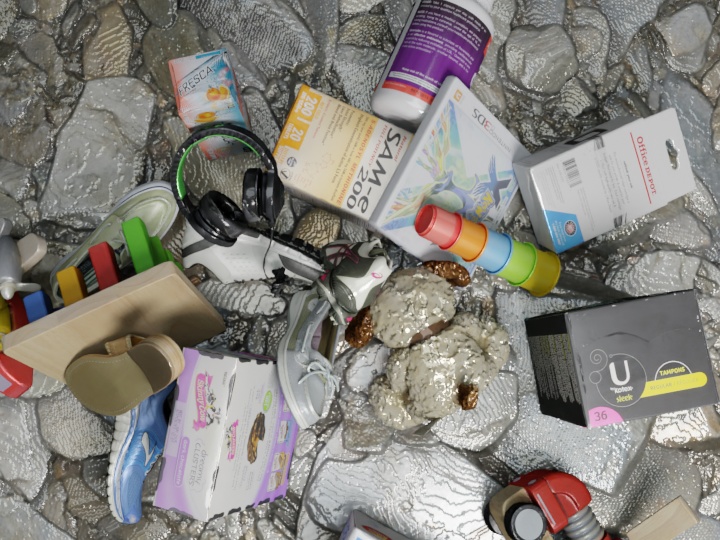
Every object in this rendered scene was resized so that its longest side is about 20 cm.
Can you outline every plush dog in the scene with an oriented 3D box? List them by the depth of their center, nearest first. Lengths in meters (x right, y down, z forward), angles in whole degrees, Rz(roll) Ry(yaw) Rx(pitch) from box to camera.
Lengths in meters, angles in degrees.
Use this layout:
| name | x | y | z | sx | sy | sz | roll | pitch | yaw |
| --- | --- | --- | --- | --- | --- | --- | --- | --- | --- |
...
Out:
| name | x | y | z | sx | sy | sz | roll | pitch | yaw |
| --- | --- | --- | --- | --- | --- | --- | --- | --- | --- |
| plush dog | 0.077 | 0.081 | 0.930 | 0.198 | 0.160 | 0.173 | -31 | 89 | -3 |

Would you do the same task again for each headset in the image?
| name | x | y | z | sx | sy | sz | roll | pitch | yaw |
| --- | --- | --- | --- | --- | --- | --- | --- | --- | --- |
| headset | -0.138 | -0.066 | 0.897 | 0.122 | 0.094 | 0.202 | -25 | 111 | 11 |

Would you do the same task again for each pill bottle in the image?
| name | x | y | z | sx | sy | sz | roll | pitch | yaw |
| --- | --- | --- | --- | --- | --- | --- | --- | --- | --- |
| pill bottle | 0.098 | -0.271 | 0.988 | 0.111 | 0.112 | 0.202 | 25 | 85 | 1 |

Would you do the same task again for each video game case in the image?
| name | x | y | z | sx | sy | sz | roll | pitch | yaw |
| --- | --- | --- | --- | --- | --- | --- | --- | --- | --- |
| video game case | 0.118 | -0.102 | 0.964 | 0.182 | 0.022 | 0.202 | 33 | 84 | -38 |

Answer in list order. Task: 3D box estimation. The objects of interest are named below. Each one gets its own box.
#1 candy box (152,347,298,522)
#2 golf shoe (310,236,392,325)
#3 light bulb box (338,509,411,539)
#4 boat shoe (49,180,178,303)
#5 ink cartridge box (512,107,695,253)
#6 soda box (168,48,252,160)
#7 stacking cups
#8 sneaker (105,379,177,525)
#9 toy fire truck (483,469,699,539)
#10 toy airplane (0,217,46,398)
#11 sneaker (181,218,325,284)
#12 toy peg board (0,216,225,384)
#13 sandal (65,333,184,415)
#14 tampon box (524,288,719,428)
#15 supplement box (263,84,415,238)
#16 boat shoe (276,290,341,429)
| name | x | y | z | sx | sy | sz | roll | pitch | yaw |
| --- | --- | --- | --- | --- | --- | --- | --- | --- | --- |
| candy box | -0.140 | 0.181 | 0.894 | 0.070 | 0.200 | 0.171 | 9 | 84 | 20 |
| golf shoe | 0.000 | 0.000 | 0.919 | 0.087 | 0.200 | 0.078 | -33 | 105 | 10 |
| light bulb box | 0.032 | 0.426 | 0.918 | 0.196 | 0.125 | 0.202 | 27 | 84 | 2 |
| boat shoe | -0.302 | -0.030 | 0.973 | 0.200 | 0.062 | 0.072 | -43 | 120 | 2 |
| ink cartridge box | 0.307 | -0.118 | 0.987 | 0.198 | 0.067 | 0.117 | -23 | 104 | -4 |
| soda box | -0.172 | -0.192 | 0.931 | 0.067 | 0.200 | 0.065 | -12 | 85 | -3 |
| stacking cups | 0.154 | -0.023 | 0.949 | 0.198 | 0.060 | 0.061 | 19 | 84 | -29 |
| sneaker | -0.259 | 0.214 | 0.951 | 0.088 | 0.079 | 0.203 | 9 | 98 | -14 |
| toy fire truck | 0.280 | 0.311 | 0.945 | 0.198 | 0.129 | 0.178 | -29 | 86 | -15 |
| toy airplane | -0.458 | 0.032 | 0.931 | 0.197 | 0.141 | 0.203 | 20 | 103 | 25 |
| sneaker | -0.134 | -0.015 | 0.990 | 0.197 | 0.074 | 0.081 | 18 | 99 | 5 |
| toy peg board | -0.289 | 0.040 | 0.922 | 0.197 | 0.200 | 0.099 | -24 | 67 | -2 |
| sandal | -0.246 | 0.104 | 0.871 | 0.070 | 0.210 | 0.078 | -40 | 104 | -46 |
| tampon box | 0.294 | 0.102 | 0.915 | 0.147 | 0.200 | 0.128 | -10 | 85 | -2 |
| supplement box | -0.008 | -0.132 | 0.993 | 0.198 | 0.074 | 0.128 | 23 | 85 | 1 |
| boat shoe | -0.052 | 0.094 | 0.921 | 0.064 | 0.203 | 0.075 | -16 | 125 | 16 |
